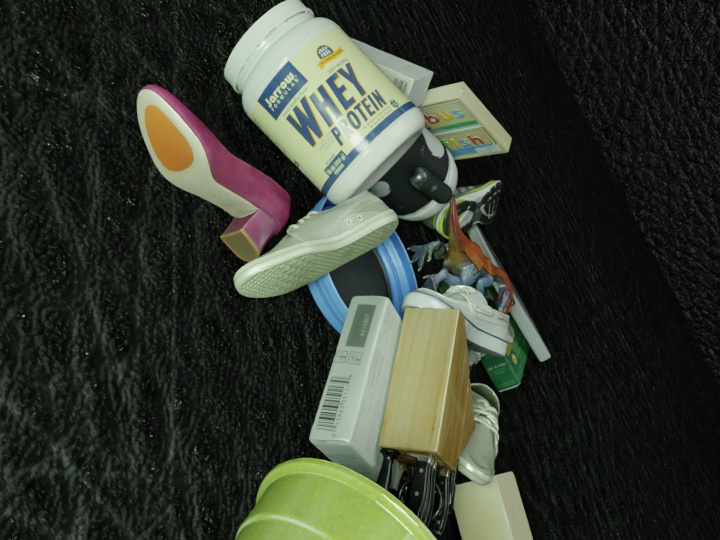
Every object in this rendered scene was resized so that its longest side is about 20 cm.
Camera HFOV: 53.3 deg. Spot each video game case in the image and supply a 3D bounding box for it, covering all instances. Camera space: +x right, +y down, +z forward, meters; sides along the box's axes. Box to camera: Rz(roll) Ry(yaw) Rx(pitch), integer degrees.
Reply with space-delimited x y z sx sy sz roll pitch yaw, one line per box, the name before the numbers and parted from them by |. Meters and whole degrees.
video game case | 0.234 0.027 1.164 0.200 0.023 0.183 52 14 -34

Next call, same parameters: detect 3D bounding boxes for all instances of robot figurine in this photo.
robot figurine | 0.048 -0.149 0.971 0.200 0.124 0.151 30 48 -44

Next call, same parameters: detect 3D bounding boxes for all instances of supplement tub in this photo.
supplement tub | -0.041 -0.188 0.812 0.200 0.145 0.145 46 31 1

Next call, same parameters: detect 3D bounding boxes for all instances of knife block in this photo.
knife block | 0.059 0.156 0.726 0.175 0.064 0.201 -36 122 -60

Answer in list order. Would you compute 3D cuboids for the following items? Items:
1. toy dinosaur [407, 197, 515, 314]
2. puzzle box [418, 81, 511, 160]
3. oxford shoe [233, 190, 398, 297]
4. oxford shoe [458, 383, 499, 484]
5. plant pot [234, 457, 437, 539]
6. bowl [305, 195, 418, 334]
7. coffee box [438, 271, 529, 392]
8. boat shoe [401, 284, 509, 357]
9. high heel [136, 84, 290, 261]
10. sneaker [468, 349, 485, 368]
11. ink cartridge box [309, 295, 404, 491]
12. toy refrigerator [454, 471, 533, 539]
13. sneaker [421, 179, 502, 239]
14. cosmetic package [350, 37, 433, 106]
toy dinosaur | 0.154 0.006 0.944 0.181 0.200 0.105 -4 56 -34
puzzle box | 0.096 -0.200 1.018 0.133 0.199 0.026 35 64 -40
oxford shoe | -0.049 -0.029 0.746 0.200 0.075 0.058 -28 72 -30
oxford shoe | 0.139 0.190 0.873 0.075 0.058 0.200 39 17 -1
plant pot | -0.056 0.265 0.477 0.190 0.200 0.201 -34 98 -46
bowl | 0.000 0.000 0.873 0.200 0.039 0.201 37 40 -39
coffee box | 0.195 0.072 1.120 0.200 0.044 0.123 59 29 -11
boat shoe | 0.118 0.049 0.862 0.200 0.073 0.066 31 72 -50
high heel | -0.135 -0.110 0.704 0.200 0.067 0.096 54 41 -28
sneaker | 0.124 0.104 0.975 0.081 0.075 0.200 49 30 10
ink cartridge box | 0.024 0.147 0.779 0.200 0.057 0.163 62 37 -51
toy refrigerator | 0.170 0.351 0.857 0.076 0.070 0.201 19 53 -60
sneaker | 0.158 -0.109 1.129 0.200 0.081 0.074 -22 129 -49
cosmetic package | -0.014 -0.264 0.924 0.199 0.051 0.083 26 31 13
